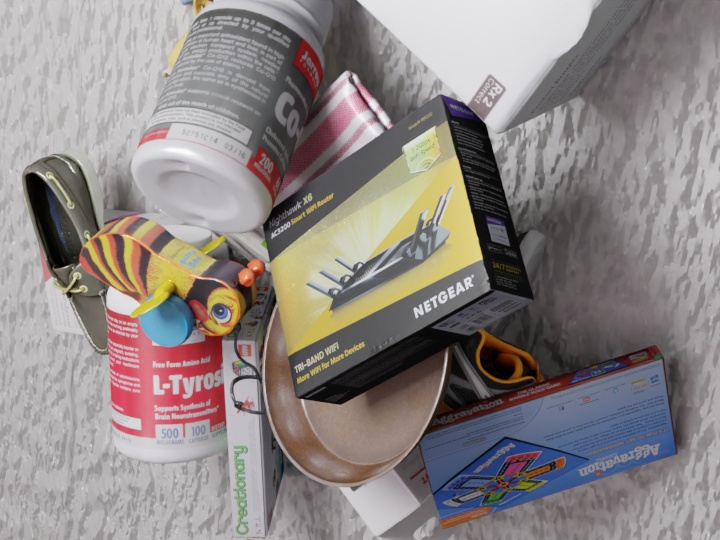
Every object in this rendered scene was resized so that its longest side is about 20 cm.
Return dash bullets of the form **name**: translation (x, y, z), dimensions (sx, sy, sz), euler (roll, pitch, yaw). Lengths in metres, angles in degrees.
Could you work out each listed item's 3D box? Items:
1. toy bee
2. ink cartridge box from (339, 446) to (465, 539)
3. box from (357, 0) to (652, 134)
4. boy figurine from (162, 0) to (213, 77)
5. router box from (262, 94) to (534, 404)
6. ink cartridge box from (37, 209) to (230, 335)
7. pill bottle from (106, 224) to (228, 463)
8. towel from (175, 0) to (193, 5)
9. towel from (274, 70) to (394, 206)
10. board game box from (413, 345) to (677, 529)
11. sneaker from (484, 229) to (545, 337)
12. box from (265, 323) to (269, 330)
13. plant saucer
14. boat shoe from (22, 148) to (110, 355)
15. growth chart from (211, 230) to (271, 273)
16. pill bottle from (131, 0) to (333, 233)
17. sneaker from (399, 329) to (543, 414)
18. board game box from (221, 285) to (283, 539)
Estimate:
- **toy bee**: translation (-0.129, 0.012, 1.194), dimensions (0.200, 0.131, 0.109), euler (28, 126, -18)
- **ink cartridge box**: translation (0.027, 0.148, 1.256), dimensions (0.200, 0.116, 0.067), euler (52, 128, 7)
- **box**: translation (0.112, -0.244, 1.029), dimensions (0.200, 0.131, 0.199), euler (45, 127, 12)
- **boy figurine**: translation (-0.124, -0.169, 1.274), dimensions (0.124, 0.064, 0.201), euler (36, 128, 22)
- **router box**: translation (0.021, -0.011, 1.058), dimensions (0.200, 0.052, 0.158), euler (-32, 59, 35)
- **ink cartridge box**: translation (-0.220, 0.006, 1.408), dimensions (0.199, 0.067, 0.117), euler (5, 110, 34)
- **pill bottle**: translation (-0.173, 0.064, 1.305), dimensions (0.112, 0.112, 0.201), euler (8, 106, 33)
- **towel**: translation (-0.119, -0.327, 1.232), dimensions (0.200, 0.024, 0.147), euler (-18, 98, 39)
- **towel**: translation (0.001, -0.042, 1.160), dimensions (0.146, 0.030, 0.200), euler (-42, 79, 39)
- **board game box**: translation (0.147, 0.132, 1.127), dimensions (0.199, 0.019, 0.103), euler (-17, 122, -2)
- **sneaker**: translation (0.076, 0.024, 1.199), dimensions (0.099, 0.071, 0.200), euler (38, 130, 12)
- **box**: translation (0.000, 0.000, 1.244), dimensions (0.050, 0.075, 0.200), euler (49, 128, 9)
- **plant saucer**: translation (0.002, 0.068, 1.118), dimensions (0.200, 0.034, 0.201), euler (-11, 74, 43)
- **boat shoe**: translation (-0.268, -0.011, 1.354), dimensions (0.072, 0.060, 0.203), euler (-8, 101, 38)
- **growth chart**: translation (-0.125, -0.043, 1.262), dimensions (0.145, 0.018, 0.200), euler (42, 172, -21)
- **pill bottle**: translation (-0.095, -0.141, 1.136), dimensions (0.113, 0.201, 0.114), euler (15, 154, 8)
- **sneaker**: translation (0.120, 0.104, 1.151), dimensions (0.077, 0.078, 0.200), euler (-37, 126, 28)
- **board game box**: translation (-0.098, 0.130, 1.334), dimensions (0.034, 0.126, 0.201), euler (0, 111, 4)
